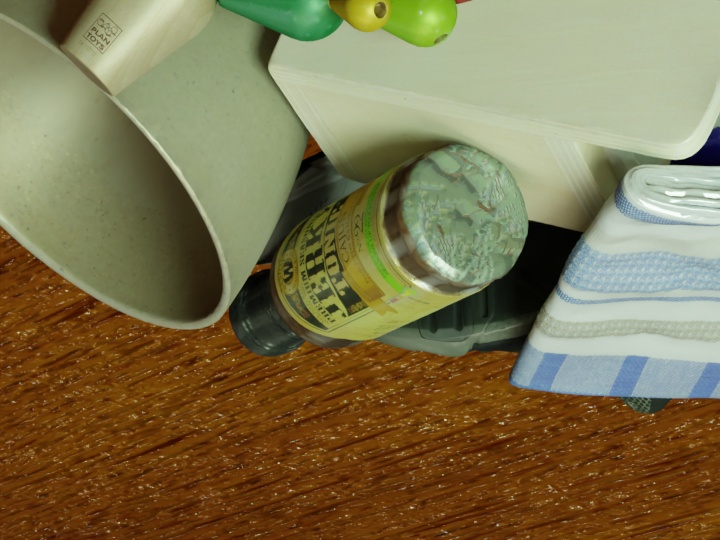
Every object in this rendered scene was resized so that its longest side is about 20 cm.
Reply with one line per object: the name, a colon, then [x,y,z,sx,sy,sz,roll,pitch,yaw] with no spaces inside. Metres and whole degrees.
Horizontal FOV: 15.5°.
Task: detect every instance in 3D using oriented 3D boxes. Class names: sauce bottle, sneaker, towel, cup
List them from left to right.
cup: [-0.095,-0.094,1.205,0.200,0.143,0.201,33,154,19]
sauce bottle: [0.000,0.000,1.175,0.064,0.065,0.200,20,157,-22]
sneaker: [0.006,-0.018,1.323,0.075,0.093,0.200,-23,178,35]
sneaker: [0.092,0.024,1.255,0.198,0.077,0.114,-6,145,14]
towel: [0.154,0.011,1.131,0.146,0.024,0.200,2,153,-12]

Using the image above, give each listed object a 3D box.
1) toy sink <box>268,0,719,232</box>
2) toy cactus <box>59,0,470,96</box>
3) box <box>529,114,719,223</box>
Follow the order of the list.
toy sink: [0.085,-0.098,1.139,0.199,0.131,0.112,12,158,27]
toy cactus: [-0.053,-0.140,1.070,0.200,0.165,0.102,43,174,-2]
box: [0.140,-0.049,1.302,0.183,0.106,0.200,-9,149,31]
